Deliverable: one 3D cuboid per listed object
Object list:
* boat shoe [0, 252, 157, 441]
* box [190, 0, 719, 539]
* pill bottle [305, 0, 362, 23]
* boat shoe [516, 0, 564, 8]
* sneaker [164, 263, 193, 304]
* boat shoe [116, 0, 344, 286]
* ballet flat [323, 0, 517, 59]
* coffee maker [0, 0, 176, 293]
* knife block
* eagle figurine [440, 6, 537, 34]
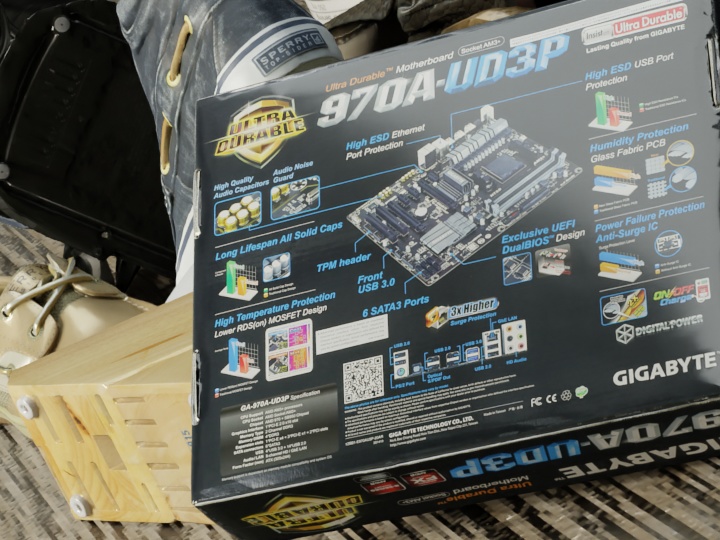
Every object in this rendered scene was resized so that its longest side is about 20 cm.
[{"bbox_3d":[-0.138,0.030,1.263,0.072,0.065,0.200,-36,20,-30],"label":"boat shoe"},{"bbox_3d":[0.038,-0.003,0.964,0.199,0.046,0.159,-14,60,22],"label":"box"},{"bbox_3d":[0.023,-0.157,1.363,0.115,0.200,0.116,-23,18,8],"label":"pill bottle"},{"bbox_3d":[0.098,-0.110,1.275,0.070,0.071,0.200,-19,-1,32],"label":"boat shoe"},{"bbox_3d":[0.000,0.000,1.151,0.200,0.073,0.071,-40,51,-1],"label":"sneaker"},{"bbox_3d":[-0.056,-0.061,1.181,0.071,0.091,0.200,-25,-25,-24],"label":"boat shoe"},{"bbox_3d":[-0.015,-0.074,1.213,0.046,0.068,0.200,-9,-15,-47],"label":"ballet flat"},{"bbox_3d":[-0.151,-0.085,1.413,0.135,0.192,0.200,-46,19,-10],"label":"coffee maker"},{"bbox_3d":[-0.015,0.026,1.105,0.175,0.064,0.200,-37,20,-35],"label":"knife block"},{"bbox_3d":[0.156,-0.086,1.135,0.152,0.151,0.200,36,13,30],"label":"eagle figurine"}]
